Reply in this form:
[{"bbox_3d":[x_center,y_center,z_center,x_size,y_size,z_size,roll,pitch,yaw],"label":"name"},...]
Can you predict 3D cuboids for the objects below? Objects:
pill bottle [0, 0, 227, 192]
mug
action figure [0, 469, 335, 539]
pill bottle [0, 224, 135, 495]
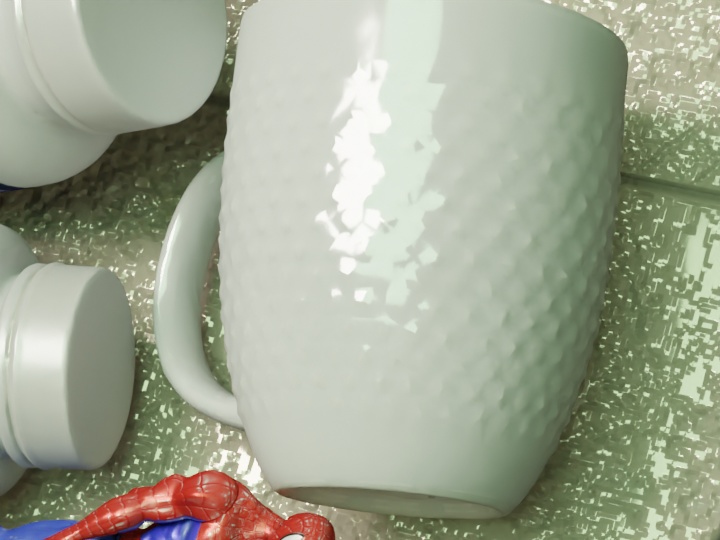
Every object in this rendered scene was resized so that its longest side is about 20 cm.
[{"bbox_3d":[-0.156,-0.088,1.150,0.199,0.120,0.120,-7,69,36],"label":"pill bottle"},{"bbox_3d":[0.000,0.000,1.108,0.199,0.147,0.176,-4,76,40],"label":"mug"},{"bbox_3d":[-0.099,0.111,1.113,0.199,0.066,0.052,-11,43,24],"label":"action figure"},{"bbox_3d":[-0.193,0.033,1.157,0.199,0.109,0.110,2,73,16],"label":"pill bottle"}]
